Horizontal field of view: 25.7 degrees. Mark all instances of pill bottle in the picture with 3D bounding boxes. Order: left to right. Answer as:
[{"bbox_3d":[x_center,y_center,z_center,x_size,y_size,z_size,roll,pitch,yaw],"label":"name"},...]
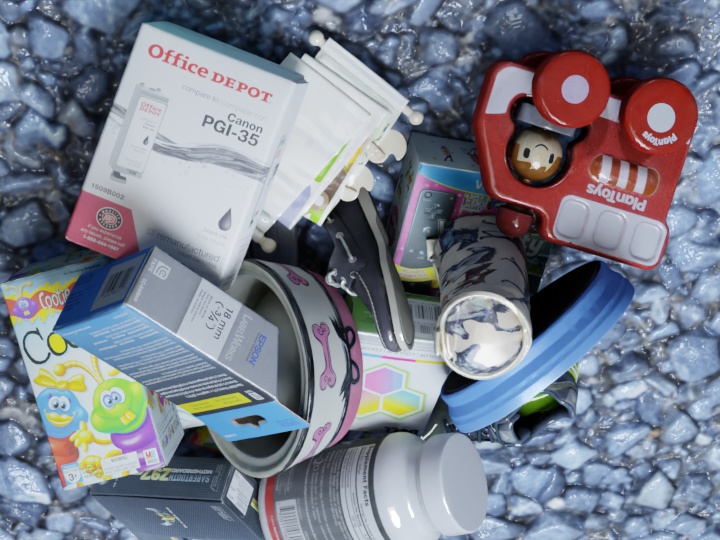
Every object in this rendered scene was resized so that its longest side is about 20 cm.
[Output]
[{"bbox_3d":[0.012,0.217,1.505,0.200,0.116,0.116,-13,124,28],"label":"pill bottle"}]

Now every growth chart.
[{"bbox_3d":[-0.054,-0.111,1.407,0.200,0.018,0.145,-43,98,6],"label":"growth chart"}]

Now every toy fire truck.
[{"bbox_3d":[0.192,-0.100,1.384,0.200,0.112,0.168,15,94,-12],"label":"toy fire truck"}]

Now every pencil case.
[{"bbox_3d":[0.101,0.020,1.360,0.089,0.200,0.078,-11,112,8],"label":"pencil case"}]

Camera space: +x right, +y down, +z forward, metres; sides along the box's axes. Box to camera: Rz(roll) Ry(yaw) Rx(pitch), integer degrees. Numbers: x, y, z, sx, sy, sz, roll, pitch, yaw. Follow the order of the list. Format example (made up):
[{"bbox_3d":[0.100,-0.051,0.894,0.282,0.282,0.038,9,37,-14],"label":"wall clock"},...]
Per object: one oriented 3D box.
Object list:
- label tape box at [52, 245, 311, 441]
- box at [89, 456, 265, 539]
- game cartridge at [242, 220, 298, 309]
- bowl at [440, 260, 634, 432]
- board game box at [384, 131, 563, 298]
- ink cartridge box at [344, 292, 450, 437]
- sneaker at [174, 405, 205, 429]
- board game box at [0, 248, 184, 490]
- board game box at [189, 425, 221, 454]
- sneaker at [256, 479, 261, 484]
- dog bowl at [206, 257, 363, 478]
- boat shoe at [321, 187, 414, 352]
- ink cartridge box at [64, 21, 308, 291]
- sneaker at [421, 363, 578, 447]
[{"bbox_3d":[-0.144,0.067,1.360,0.200,0.063,0.144,35,152,-25],"label":"label tape box"},{"bbox_3d":[-0.154,0.253,1.583,0.158,0.051,0.200,0,145,27],"label":"box"},{"bbox_3d":[-0.126,-0.031,1.482,0.133,0.041,0.200,-3,122,2],"label":"game cartridge"},{"bbox_3d":[0.152,0.064,1.401,0.201,0.201,0.039,-39,94,19],"label":"bowl"},{"bbox_3d":[0.098,-0.021,1.489,0.147,0.064,0.200,8,121,-10],"label":"board game box"},{"bbox_3d":[0.018,0.105,1.500,0.104,0.059,0.200,8,136,-11],"label":"ink cartridge box"},{"bbox_3d":[-0.186,0.118,1.551,0.200,0.070,0.080,-32,116,16],"label":"sneaker"},{"bbox_3d":[-0.247,0.086,1.468,0.103,0.105,0.200,-14,99,5],"label":"board game box"},{"bbox_3d":[-0.076,0.127,1.575,0.095,0.030,0.200,25,121,-40],"label":"board game box"},{"bbox_3d":[-0.001,0.227,1.635,0.200,0.075,0.114,27,102,-8],"label":"sneaker"},{"bbox_3d":[-0.074,0.084,1.435,0.074,0.200,0.200,-6,128,-36],"label":"dog bowl"},{"bbox_3d":[0.000,0.000,1.417,0.063,0.200,0.073,-20,141,5],"label":"boat shoe"},{"bbox_3d":[-0.149,-0.098,1.358,0.146,0.083,0.200,21,99,3],"label":"ink cartridge box"},{"bbox_3d":[0.129,0.145,1.583,0.200,0.081,0.074,-27,120,12],"label":"sneaker"}]
